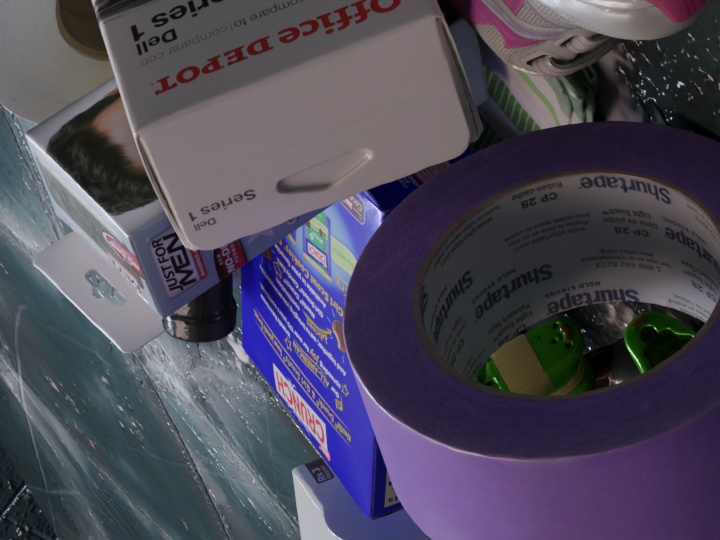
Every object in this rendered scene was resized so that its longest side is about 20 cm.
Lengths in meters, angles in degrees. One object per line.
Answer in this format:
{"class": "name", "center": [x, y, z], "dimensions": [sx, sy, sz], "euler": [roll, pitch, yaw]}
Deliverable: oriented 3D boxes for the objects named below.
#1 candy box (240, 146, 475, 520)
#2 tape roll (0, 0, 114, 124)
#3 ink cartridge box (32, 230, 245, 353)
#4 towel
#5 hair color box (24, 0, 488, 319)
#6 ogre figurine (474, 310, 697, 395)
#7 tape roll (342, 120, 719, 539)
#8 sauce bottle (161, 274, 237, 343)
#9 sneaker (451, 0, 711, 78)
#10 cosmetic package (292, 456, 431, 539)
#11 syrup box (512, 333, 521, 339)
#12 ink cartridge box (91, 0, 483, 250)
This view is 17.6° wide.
{"class": "candy box", "center": [0.000, 0.000, 1.231], "dimensions": [0.169, 0.077, 0.201], "euler": [50, 146, 45]}
{"class": "tape roll", "center": [-0.127, -0.172, 1.202], "dimensions": [0.071, 0.202, 0.203], "euler": [51, 163, 32]}
{"class": "ink cartridge box", "center": [-0.090, -0.054, 1.329], "dimensions": [0.116, 0.200, 0.068], "euler": [39, 157, 40]}
{"class": "towel", "center": [0.056, -0.093, 1.172], "dimensions": [0.153, 0.023, 0.200], "euler": [50, 162, 17]}
{"class": "hair color box", "center": [-0.048, -0.074, 1.115], "dimensions": [0.099, 0.200, 0.061], "euler": [41, 158, 39]}
{"class": "ogre figurine", "center": [0.135, 0.066, 1.112], "dimensions": [0.120, 0.199, 0.098], "euler": [43, -139, -51]}
{"class": "tape roll", "center": [0.098, 0.033, 1.001], "dimensions": [0.200, 0.200, 0.085], "euler": [37, 156, 43]}
{"class": "sauce bottle", "center": [-0.086, -0.057, 1.211], "dimensions": [0.065, 0.065, 0.201], "euler": [35, 132, 47]}
{"class": "sneaker", "center": [0.089, -0.123, 0.953], "dimensions": [0.088, 0.081, 0.200], "euler": [62, 169, -28]}
{"class": "cosmetic package", "center": [0.024, 0.202, 1.322], "dimensions": [0.113, 0.081, 0.201], "euler": [-126, 25, -46]}
{"class": "syrup box", "center": [0.038, 0.051, 1.392], "dimensions": [0.200, 0.079, 0.082], "euler": [45, 161, 29]}
{"class": "ink cartridge box", "center": [-0.045, -0.125, 1.055], "dimensions": [0.084, 0.146, 0.200], "euler": [68, 180, -48]}
